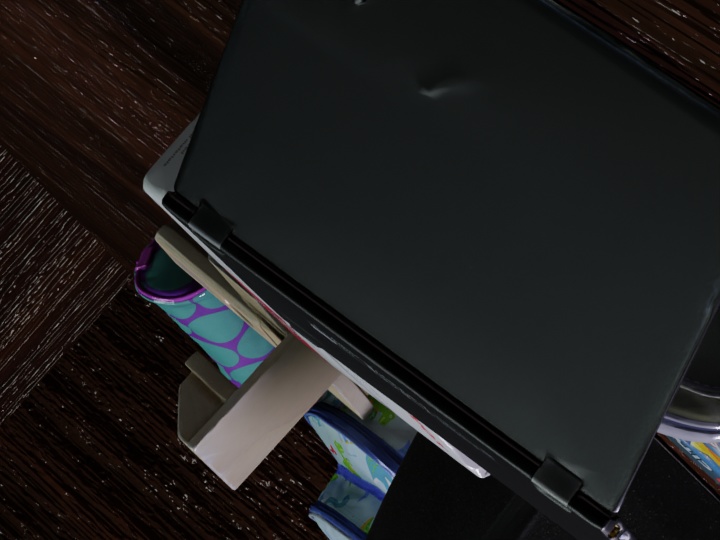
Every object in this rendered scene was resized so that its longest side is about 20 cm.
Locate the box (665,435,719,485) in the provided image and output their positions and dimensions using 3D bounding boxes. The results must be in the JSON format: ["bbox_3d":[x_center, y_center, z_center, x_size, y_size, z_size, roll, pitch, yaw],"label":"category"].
[{"bbox_3d":[0.166,0.072,1.123,0.200,0.038,0.137,42,174,-3],"label":"box"}]

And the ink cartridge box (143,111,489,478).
[{"bbox_3d":[0.000,0.000,1.483,0.145,0.083,0.200,46,172,-36],"label":"ink cartridge box"}]

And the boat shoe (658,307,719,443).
[{"bbox_3d":[0.064,-0.020,0.974,0.200,0.072,0.062,43,169,0],"label":"boat shoe"}]

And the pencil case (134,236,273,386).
[{"bbox_3d":[-0.121,0.031,2.559,0.092,0.085,0.200,20,163,30],"label":"pencil case"}]

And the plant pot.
[{"bbox_3d":[0.108,0.177,1.623,0.199,0.178,0.200,43,173,-19],"label":"plant pot"}]

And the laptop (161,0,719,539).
[{"bbox_3d":[0.045,-0.008,0.952,0.187,0.116,0.200,36,176,23],"label":"laptop"}]

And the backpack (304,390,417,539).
[{"bbox_3d":[0.054,0.141,1.873,0.200,0.147,0.183,47,171,-19],"label":"backpack"}]

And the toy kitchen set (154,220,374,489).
[{"bbox_3d":[-0.086,0.010,1.747,0.180,0.163,0.200,39,173,28],"label":"toy kitchen set"}]
